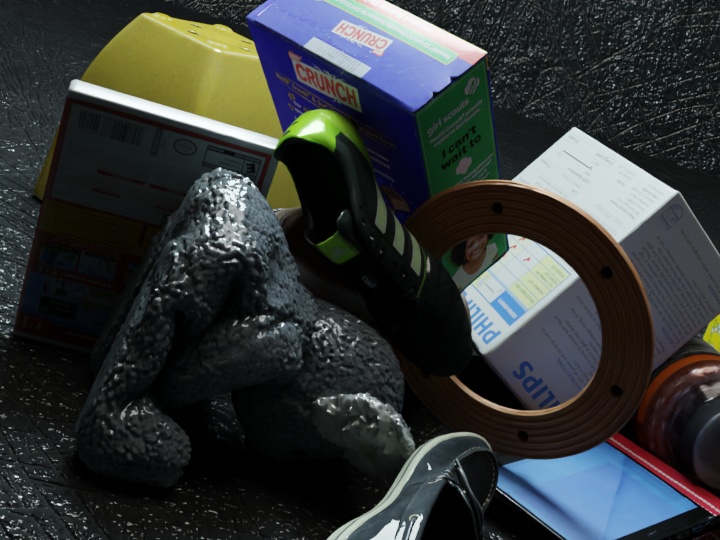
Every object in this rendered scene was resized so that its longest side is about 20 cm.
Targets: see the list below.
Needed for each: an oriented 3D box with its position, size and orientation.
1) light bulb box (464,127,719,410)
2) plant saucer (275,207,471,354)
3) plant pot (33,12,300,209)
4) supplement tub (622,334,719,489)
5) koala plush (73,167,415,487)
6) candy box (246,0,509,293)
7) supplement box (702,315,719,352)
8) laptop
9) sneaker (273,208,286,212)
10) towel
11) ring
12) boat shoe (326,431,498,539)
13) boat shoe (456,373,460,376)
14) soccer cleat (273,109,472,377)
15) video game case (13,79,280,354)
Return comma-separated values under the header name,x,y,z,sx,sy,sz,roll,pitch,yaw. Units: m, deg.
name,x,y,z,sx,sy,sz,roll,pitch,yaw
light bulb box,0.177,0.009,1.102,0.125,0.199,0.198,49,2,-26
plant saucer,0.000,0.000,1.005,0.198,0.032,0.201,19,22,-8
plant pot,-0.158,-0.126,1.220,0.194,0.203,0.193,30,19,34
supplement tub,0.267,0.108,1.090,0.105,0.108,0.200,13,15,-17
koala plush,-0.053,0.055,0.823,0.198,0.185,0.178,28,15,-14
candy box,0.017,-0.097,0.934,0.077,0.201,0.168,-42,55,-19
supplement box,0.411,0.127,1.196,0.197,0.110,0.110,17,15,-4
laptop,0.211,0.133,0.882,0.176,0.199,0.104,-4,66,-49
sneaker,-0.020,0.002,1.187,0.198,0.077,0.091,28,-15,-17
towel,0.191,0.173,0.950,0.144,0.023,0.199,32,22,33
ring,0.104,0.034,0.872,0.198,0.203,0.019,24,33,19
boat shoe,0.043,0.150,0.742,0.061,0.076,0.199,-1,12,28
boat shoe,-0.001,0.039,1.097,0.197,0.063,0.073,18,16,-3
soccer cleat,0.005,-0.010,0.846,0.202,0.067,0.081,59,30,-6
video game case,-0.148,-0.020,0.878,0.141,0.202,0.018,15,32,-12
